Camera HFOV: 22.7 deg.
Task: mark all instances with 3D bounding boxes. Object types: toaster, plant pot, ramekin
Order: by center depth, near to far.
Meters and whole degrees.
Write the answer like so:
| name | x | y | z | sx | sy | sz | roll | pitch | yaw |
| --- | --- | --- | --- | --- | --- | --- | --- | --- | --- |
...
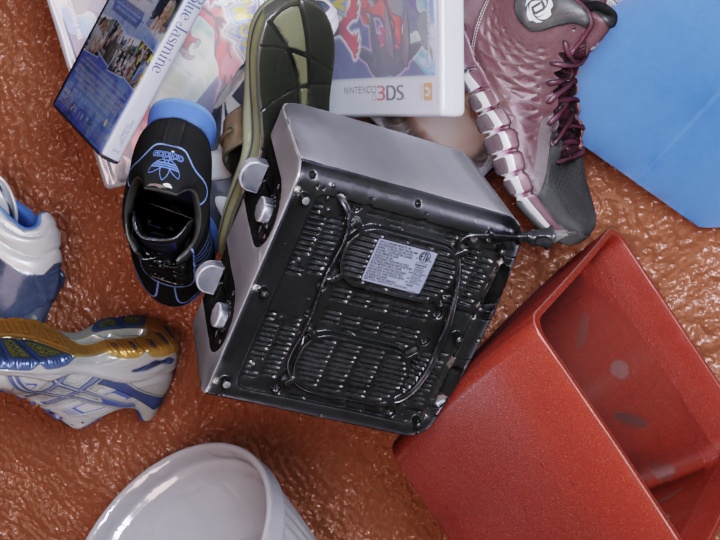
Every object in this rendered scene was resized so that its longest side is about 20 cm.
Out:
| name | x | y | z | sx | sy | sz | roll | pitch | yaw |
| --- | --- | --- | --- | --- | --- | --- | --- | --- | --- |
| toaster | 0.001 | 0.002 | 1.201 | 0.199 | 0.119 | 0.182 | 13 | 117 | -23 |
| plant pot | 0.144 | 0.122 | 1.301 | 0.176 | 0.200 | 0.200 | -33 | 93 | 31 |
| ramekin | -0.122 | 0.246 | 1.405 | 0.199 | 0.201 | 0.105 | -26 | 128 | 21 |

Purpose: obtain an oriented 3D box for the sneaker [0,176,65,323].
| name | x | y | z | sx | sy | sz | roll | pitch | yaw |
| --- | --- | --- | --- | --- | --- | --- | --- | --- | --- |
| sneaker | -0.335 | -0.018 | 1.465 | 0.199 | 0.081 | 0.148 | 17 | 101 | 15 |

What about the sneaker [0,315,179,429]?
| name | x | y | z | sx | sy | sz | roll | pitch | yaw |
| --- | --- | --- | --- | --- | --- | --- | --- | --- | --- |
| sneaker | -0.241 | 0.090 | 1.419 | 0.198 | 0.075 | 0.089 | 1 | 119 | -23 |

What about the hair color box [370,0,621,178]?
| name | x | y | z | sx | sy | sz | roll | pitch | yaw |
| --- | --- | --- | --- | --- | --- | --- | --- | --- | --- |
| hair color box | 0.107 | -0.157 | 1.300 | 0.100 | 0.061 | 0.200 | 42 | 112 | 2 |

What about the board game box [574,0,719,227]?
| name | x | y | z | sx | sy | sz | roll | pitch | yaw |
| --- | --- | --- | --- | --- | --- | --- | --- | --- | --- |
| board game box | 0.245 | -0.124 | 1.268 | 0.199 | 0.039 | 0.158 | 33 | 123 | -11 |

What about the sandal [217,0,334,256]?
| name | x | y | z | sx | sy | sz | roll | pitch | yaw |
| --- | --- | --- | --- | --- | --- | --- | --- | --- | --- |
| sandal | -0.061 | -0.098 | 1.234 | 0.057 | 0.079 | 0.202 | 37 | 126 | 44 |

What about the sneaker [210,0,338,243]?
| name | x | y | z | sx | sy | sz | roll | pitch | yaw |
| --- | --- | --- | --- | --- | --- | --- | --- | --- | --- |
| sneaker | -0.049 | -0.089 | 1.308 | 0.129 | 0.080 | 0.200 | 36 | 96 | -12 |

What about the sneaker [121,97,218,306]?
| name | x | y | z | sx | sy | sz | roll | pitch | yaw |
| --- | --- | --- | --- | --- | --- | --- | --- | --- | --- |
| sneaker | -0.136 | -0.027 | 1.245 | 0.070 | 0.078 | 0.201 | 10 | 141 | 3 |

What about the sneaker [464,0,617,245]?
| name | x | y | z | sx | sy | sz | roll | pitch | yaw |
| --- | --- | --- | --- | --- | --- | --- | --- | --- | --- |
| sneaker | 0.137 | -0.122 | 1.220 | 0.115 | 0.076 | 0.201 | -26 | 96 | 29 |

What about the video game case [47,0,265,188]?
| name | x | y | z | sx | sy | sz | roll | pitch | yaw |
| --- | --- | --- | --- | --- | --- | --- | --- | --- | --- |
| video game case | -0.133 | -0.182 | 1.343 | 0.181 | 0.023 | 0.202 | -17 | 101 | -1 |

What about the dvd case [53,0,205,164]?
| name | x | y | z | sx | sy | sz | roll | pitch | yaw |
| --- | --- | --- | --- | --- | --- | --- | --- | --- | --- |
| dvd case | -0.147 | -0.183 | 1.254 | 0.017 | 0.143 | 0.201 | 25 | 97 | -29 |

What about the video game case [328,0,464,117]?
| name | x | y | z | sx | sy | sz | roll | pitch | yaw |
| --- | --- | --- | --- | --- | --- | --- | --- | --- | --- |
| video game case | 0.016 | -0.208 | 1.255 | 0.182 | 0.023 | 0.202 | 8 | 100 | 61 |
